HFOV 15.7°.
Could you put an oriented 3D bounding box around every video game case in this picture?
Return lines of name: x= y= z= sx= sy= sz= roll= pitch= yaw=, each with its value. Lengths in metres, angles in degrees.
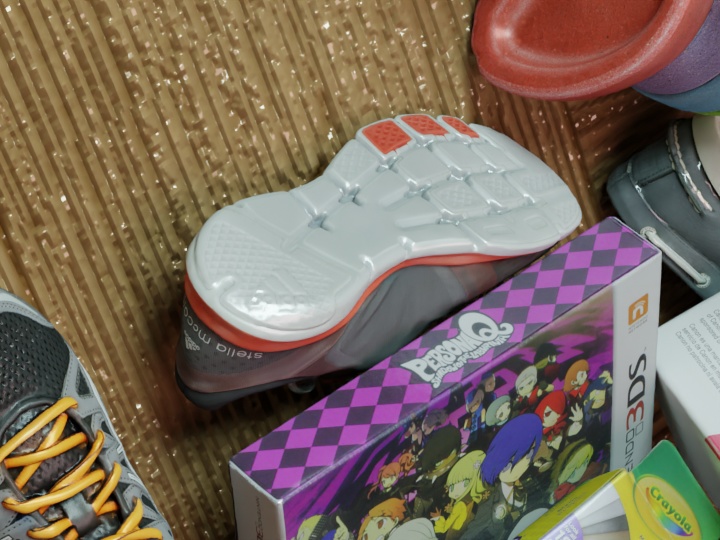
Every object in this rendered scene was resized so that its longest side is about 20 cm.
video game case: x=0.038 y=0.096 z=1.050 sx=0.199 sy=0.036 sz=0.182 roll=-31 pitch=139 yaw=-28

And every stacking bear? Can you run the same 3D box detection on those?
stacking bear: x=0.161 y=-0.114 z=1.064 sx=0.199 sy=0.113 sz=0.122 roll=6 pitch=102 yaw=-42

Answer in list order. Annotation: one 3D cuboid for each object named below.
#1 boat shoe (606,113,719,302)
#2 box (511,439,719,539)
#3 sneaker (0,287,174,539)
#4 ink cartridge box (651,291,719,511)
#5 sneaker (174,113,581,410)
boat shoe: x=0.173 y=0.000 z=1.156 sx=0.062 sy=0.073 sz=0.200 roll=-24 pitch=139 yaw=20
box: x=0.076 y=0.167 z=1.025 sx=0.200 sy=0.048 sz=0.118 roll=-36 pitch=93 yaw=-20
sneaker: x=-0.105 y=0.086 z=0.938 sx=0.078 sy=0.077 sz=0.201 roll=-39 pitch=123 yaw=-20
ink cartridge box: x=0.237 y=0.046 z=1.068 sx=0.199 sy=0.145 sz=0.085 roll=-30 pitch=133 yaw=-2
sneaker: x=0.000 y=0.000 z=1.013 sx=0.199 sy=0.077 sz=0.082 roll=-18 pitch=146 yaw=-40
